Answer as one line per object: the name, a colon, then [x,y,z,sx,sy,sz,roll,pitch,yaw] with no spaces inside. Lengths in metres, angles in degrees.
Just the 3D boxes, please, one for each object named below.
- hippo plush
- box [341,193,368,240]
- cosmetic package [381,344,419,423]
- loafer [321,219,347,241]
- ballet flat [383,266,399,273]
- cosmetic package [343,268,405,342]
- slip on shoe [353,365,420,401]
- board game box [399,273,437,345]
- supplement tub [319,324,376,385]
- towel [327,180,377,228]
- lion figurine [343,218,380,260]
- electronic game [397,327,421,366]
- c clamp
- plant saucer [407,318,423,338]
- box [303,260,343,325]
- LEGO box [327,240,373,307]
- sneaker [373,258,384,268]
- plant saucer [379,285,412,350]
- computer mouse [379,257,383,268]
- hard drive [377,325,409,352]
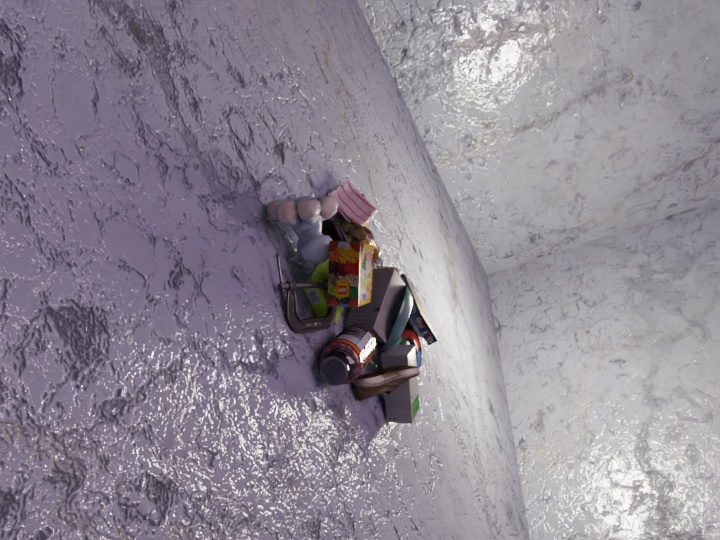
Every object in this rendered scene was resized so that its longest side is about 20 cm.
hippo plush: [-0.142,-0.094,1.377,0.199,0.157,0.164,20,-62,62]
box: [-0.011,-0.173,1.857,0.076,0.049,0.201,62,22,-25]
cosmetic package: [0.117,0.326,1.649,0.107,0.083,0.204,-32,119,-68]
loafer: [-0.050,-0.052,1.614,0.071,0.072,0.203,-22,94,-69]
ballet flat: [0.088,0.069,1.899,0.064,0.071,0.202,19,48,-14]
cosmetic package: [0.042,0.096,1.601,0.090,0.105,0.203,50,48,-44]
slip on shoe: [0.074,0.299,1.523,0.197,0.076,0.062,-9,92,-28]
board game box: [0.173,0.118,1.769,0.136,0.034,0.201,56,10,-35]
supplement tub: [-0.034,0.210,1.389,0.109,0.105,0.200,69,21,-6]
towel: [-0.022,-0.211,1.787,0.146,0.030,0.200,45,29,-2]
lion figurine: [0.020,-0.077,1.665,0.122,0.073,0.200,40,3,35]
electronic game: [0.138,0.282,1.780,0.199,0.041,0.204,-5,96,-53]
c clamp: [-0.120,0.059,1.331,0.199,0.027,0.174,9,76,-52]
plant saucer: [0.165,0.147,1.883,0.203,0.038,0.201,59,8,-14]
box: [-0.080,0.044,1.491,0.123,0.047,0.201,64,22,-20]
LEGO box: [-0.022,0.008,1.392,0.200,0.076,0.152,-4,96,-80]
sneaker: [0.000,0.000,1.729,0.081,0.075,0.200,40,31,5]
plant saucer: [0.108,0.142,1.635,0.035,0.202,0.201,23,30,-1]
computer mouse: [0.048,0.049,1.816,0.059,0.034,0.203,48,39,-45]
hard drive: [0.096,0.193,1.788,0.201,0.032,0.141,55,45,-40]
